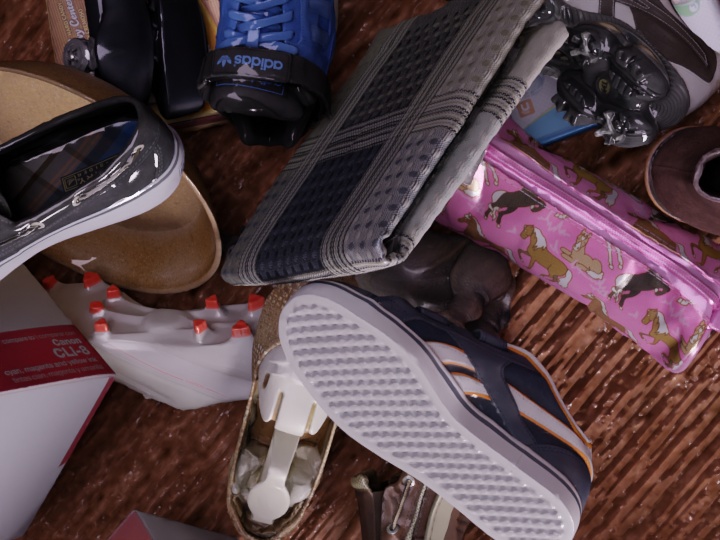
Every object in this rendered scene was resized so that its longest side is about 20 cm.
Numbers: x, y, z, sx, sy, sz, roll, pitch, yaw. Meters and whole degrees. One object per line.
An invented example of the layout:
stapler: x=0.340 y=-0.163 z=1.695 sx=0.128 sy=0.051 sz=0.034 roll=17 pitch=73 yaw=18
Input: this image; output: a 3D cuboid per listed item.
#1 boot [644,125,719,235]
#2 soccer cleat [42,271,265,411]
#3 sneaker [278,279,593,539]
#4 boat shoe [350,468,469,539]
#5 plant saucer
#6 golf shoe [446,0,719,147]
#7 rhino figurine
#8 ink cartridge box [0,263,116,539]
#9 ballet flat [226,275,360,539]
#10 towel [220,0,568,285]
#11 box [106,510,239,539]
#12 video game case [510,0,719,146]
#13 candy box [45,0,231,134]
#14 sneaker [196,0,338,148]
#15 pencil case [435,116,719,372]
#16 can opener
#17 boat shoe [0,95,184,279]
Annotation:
boot: x=0.251 y=-0.032 z=0.823 sx=0.198 sy=0.166 sz=0.073 roll=10 pitch=96 yaw=-1
soccer cleat: x=-0.135 y=0.052 z=0.980 sx=0.198 sy=0.069 sz=0.078 roll=5 pitch=126 yaw=21
sneaker: x=0.045 y=0.068 z=0.862 sx=0.200 sy=0.080 sz=0.078 roll=42 pitch=131 yaw=-7
boat shoe: x=0.026 y=0.144 z=0.939 sx=0.074 sy=0.075 sz=0.204 roll=28 pitch=85 yaw=4
plant saucer: x=-0.166 y=-0.062 z=0.942 sx=0.199 sy=0.201 sz=0.036 roll=20 pitch=59 yaw=12
golf shoe: x=0.124 y=-0.148 z=0.899 sx=0.200 sy=0.094 sz=0.078 roll=50 pitch=143 yaw=28
rhino figurine: x=0.000 y=0.000 z=0.941 sx=0.198 sy=0.088 sz=0.060 roll=16 pitch=136 yaw=13
ink cartridge box: x=-0.279 y=0.054 z=0.933 sx=0.200 sy=0.144 sz=0.146 roll=46 pitch=119 yaw=24
ballet flat: x=-0.038 y=0.086 z=0.911 sx=0.070 sy=0.066 sz=0.201 roll=11 pitch=128 yaw=-1
towel: x=0.019 y=-0.073 z=0.858 sx=0.034 sy=0.192 sz=0.201 roll=40 pitch=68 yaw=-20
box: x=-0.103 y=0.270 z=0.914 sx=0.152 sy=0.106 sz=0.200 roll=-48 pitch=53 yaw=10
video game case: x=0.127 y=-0.188 z=0.936 sx=0.142 sy=0.018 sz=0.202 roll=-20 pitch=87 yaw=12
candy box: x=-0.137 y=-0.185 z=0.979 sx=0.114 sy=0.055 sz=0.202 roll=-9 pitch=90 yaw=13
sneaker: x=-0.050 y=-0.146 z=0.871 sx=0.076 sy=0.200 sz=0.112 roll=8 pitch=62 yaw=4
pencil case: x=0.124 y=-0.024 z=0.897 sx=0.199 sy=0.087 sz=0.083 roll=33 pitch=122 yaw=4
can opener: x=-0.145 y=-0.186 z=0.926 sx=0.063 sy=0.078 sz=0.202 roll=-10 pitch=91 yaw=55
boat shoe: x=-0.190 y=-0.037 z=0.822 sx=0.199 sy=0.057 sz=0.069 roll=-25 pitch=63 yaw=0
